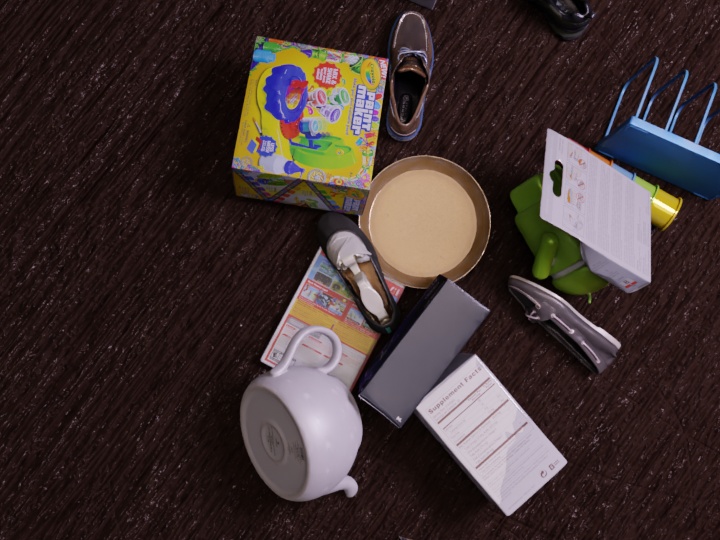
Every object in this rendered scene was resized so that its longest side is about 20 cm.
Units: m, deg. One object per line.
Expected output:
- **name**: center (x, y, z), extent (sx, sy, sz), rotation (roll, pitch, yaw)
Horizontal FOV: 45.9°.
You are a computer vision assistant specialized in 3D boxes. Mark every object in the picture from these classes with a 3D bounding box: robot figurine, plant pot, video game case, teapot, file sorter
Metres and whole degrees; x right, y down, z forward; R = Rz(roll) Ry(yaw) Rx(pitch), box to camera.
- **robot figurine**: center (0.305, -0.052, 1.248), extent (0.175, 0.116, 0.200), rotation (-29, 87, -36)
- **plant pot**: center (0.096, -0.072, 1.283), extent (0.199, 0.027, 0.201), rotation (0, 85, -3)
- **video game case**: center (-0.041, 0.079, 1.268), extent (0.143, 0.017, 0.200), rotation (28, 85, -1)
- **teapot**: center (-0.066, 0.212, 1.192), extent (0.146, 0.200, 0.198), rotation (-18, 61, -38)
- **file sorter**: center (0.482, -0.210, 1.262), extent (0.199, 0.139, 0.123), rotation (24, 82, -1)

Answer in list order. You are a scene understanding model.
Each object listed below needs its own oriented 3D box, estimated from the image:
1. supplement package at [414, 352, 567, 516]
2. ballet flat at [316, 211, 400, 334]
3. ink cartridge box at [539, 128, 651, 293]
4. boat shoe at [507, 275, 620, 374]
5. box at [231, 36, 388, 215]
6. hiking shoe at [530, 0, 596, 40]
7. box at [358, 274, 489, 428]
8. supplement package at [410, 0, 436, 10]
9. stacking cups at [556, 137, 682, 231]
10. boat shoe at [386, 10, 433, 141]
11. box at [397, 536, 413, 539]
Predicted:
- **supplement package**: center (0.175, 0.229, 1.219), extent (0.117, 0.117, 0.200), rotation (-40, 89, -5)
- **ballet flat**: center (0.000, 0.000, 1.231), extent (0.068, 0.068, 0.200), rotation (-32, 87, 4)
- **ink cartridge box**: center (0.313, -0.080, 1.164), extent (0.200, 0.050, 0.163), rotation (26, 55, -19)
- **boat shoe**: center (0.295, 0.081, 1.263), extent (0.200, 0.067, 0.057), rotation (34, 80, -4)
- **box**: center (-0.071, -0.204, 1.222), extent (0.192, 0.122, 0.201), rotation (8, 76, -3)
- **hiking shoe**: center (0.279, -0.443, 1.284), extent (0.200, 0.101, 0.076), rotation (42, 84, 0)
- **box**: center (0.085, 0.108, 1.198), extent (0.079, 0.141, 0.200), rotation (37, 92, -4)
- **supplement package**: center (0.068, -0.488, 1.225), extent (0.155, 0.200, 0.111), rotation (22, 86, -2)
- **stacking cups**: center (0.384, -0.131, 1.289), extent (0.200, 0.061, 0.061), rotation (29, 85, 1)
- **boat shoe**: center (0.078, -0.299, 1.275), extent (0.072, 0.072, 0.201), rotation (2, 86, -4)
- **box**: center (0.134, 0.491, 1.232), extent (0.199, 0.049, 0.160), rotation (14, 83, -2)
